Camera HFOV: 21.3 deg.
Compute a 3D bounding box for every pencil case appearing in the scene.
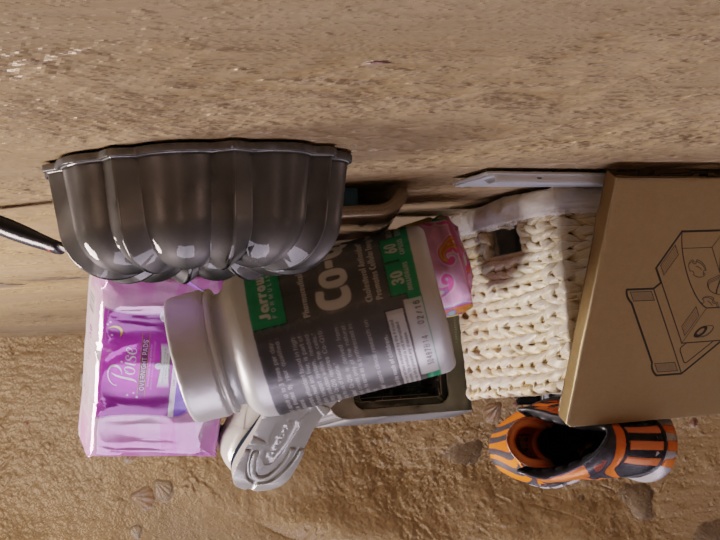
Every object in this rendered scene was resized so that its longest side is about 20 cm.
[{"bbox_3d":[-0.009,0.019,1.535,0.200,0.088,0.087,-17,175,3],"label":"pencil case"}]

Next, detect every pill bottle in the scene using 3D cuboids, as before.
[{"bbox_3d":[-0.037,0.044,1.429,0.199,0.113,0.113,-15,176,1],"label":"pill bottle"}]

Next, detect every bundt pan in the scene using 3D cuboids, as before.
[{"bbox_3d":[-0.103,-0.033,1.234,0.201,0.076,0.202,-2,176,0],"label":"bundt pan"}]

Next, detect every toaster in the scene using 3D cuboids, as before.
[{"bbox_3d":[0.015,0.066,1.981,0.199,0.181,0.119,-2,173,-18],"label":"toaster"}]

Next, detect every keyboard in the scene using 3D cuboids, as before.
[{"bbox_3d":[0.168,-0.067,1.418,0.200,0.011,0.056,-1,180,-26],"label":"keyboard"}]

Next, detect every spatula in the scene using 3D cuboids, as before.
[{"bbox_3d":[-0.206,-0.019,1.411,0.200,0.021,0.057,12,166,25],"label":"spatula"}]

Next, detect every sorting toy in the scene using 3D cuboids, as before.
[{"bbox_3d":[-0.068,-0.040,1.476,0.199,0.037,0.185,-7,176,-3],"label":"sorting toy"}]

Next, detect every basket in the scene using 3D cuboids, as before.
[{"bbox_3d":[0.201,0.018,1.567,0.200,0.161,0.198,-3,175,-25],"label":"basket"}]

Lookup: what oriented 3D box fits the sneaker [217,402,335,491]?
[{"bbox_3d":[-0.062,0.091,1.637,0.076,0.200,0.081,24,-158,-34],"label":"sneaker"}]

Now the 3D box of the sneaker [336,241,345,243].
[{"bbox_3d":[-0.014,0.005,1.808,0.112,0.078,0.200,-1,167,38],"label":"sneaker"}]

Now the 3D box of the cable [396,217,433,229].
[{"bbox_3d":[0.000,0.000,1.628,0.199,0.097,0.050,-3,155,-13],"label":"cable"}]

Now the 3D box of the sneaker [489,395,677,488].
[{"bbox_3d":[0.146,0.132,1.520,0.112,0.078,0.200,6,168,-35],"label":"sneaker"}]

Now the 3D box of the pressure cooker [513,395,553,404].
[{"bbox_3d":[0.220,0.061,2.040,0.199,0.179,0.176,-4,179,2],"label":"pressure cooker"}]

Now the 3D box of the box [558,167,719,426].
[{"bbox_3d":[0.238,0.019,1.430,0.163,0.200,0.021,-2,-156,-24],"label":"box"}]

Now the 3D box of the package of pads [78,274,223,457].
[{"bbox_3d":[-0.173,0.067,1.623,0.120,0.200,0.076,0,-147,-15],"label":"package of pads"}]
